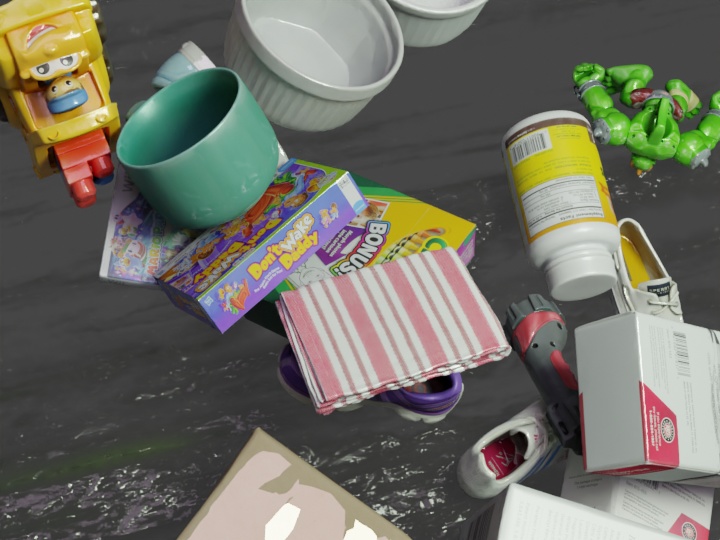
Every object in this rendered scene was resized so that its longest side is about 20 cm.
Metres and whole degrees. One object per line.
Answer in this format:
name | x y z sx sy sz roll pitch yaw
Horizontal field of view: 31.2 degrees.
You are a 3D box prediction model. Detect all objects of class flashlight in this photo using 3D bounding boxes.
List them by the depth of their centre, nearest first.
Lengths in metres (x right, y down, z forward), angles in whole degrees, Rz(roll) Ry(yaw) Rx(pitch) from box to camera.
flashlight | 0.211 0.107 1.351 0.068 0.068 0.200 30 20 -33

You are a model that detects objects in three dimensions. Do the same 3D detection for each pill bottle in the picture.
pill bottle | 0.230 -0.072 1.465 0.108 0.109 0.202 -4 67 -15

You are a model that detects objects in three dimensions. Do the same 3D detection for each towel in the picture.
towel | 0.029 0.055 1.256 0.198 0.030 0.147 -15 50 -12

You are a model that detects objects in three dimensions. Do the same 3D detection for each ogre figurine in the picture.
ogre figurine | 0.351 -0.185 1.556 0.199 0.098 0.120 28 50 -13

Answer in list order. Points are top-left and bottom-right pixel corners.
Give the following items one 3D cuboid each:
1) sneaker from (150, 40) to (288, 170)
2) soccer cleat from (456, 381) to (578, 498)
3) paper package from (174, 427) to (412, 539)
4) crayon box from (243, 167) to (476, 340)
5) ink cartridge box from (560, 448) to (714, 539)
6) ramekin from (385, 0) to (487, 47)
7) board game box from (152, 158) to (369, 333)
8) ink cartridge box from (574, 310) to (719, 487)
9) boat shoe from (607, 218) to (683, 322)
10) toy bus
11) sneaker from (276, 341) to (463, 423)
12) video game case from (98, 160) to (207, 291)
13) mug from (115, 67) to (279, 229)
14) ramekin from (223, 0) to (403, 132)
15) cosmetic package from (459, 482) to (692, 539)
sneaker | -0.157 -0.158 1.441 0.082 0.074 0.200 -40 79 -4
soccer cleat | 0.189 0.175 1.354 0.199 0.086 0.070 -31 76 -24
paper package | -0.078 0.287 1.228 0.199 0.104 0.191 35 63 5
crayon box | 0.000 0.000 1.355 0.172 0.059 0.200 23 55 23
ink cartridge box | 0.296 0.197 1.347 0.144 0.084 0.201 31 59 -27
ramekin | 0.071 -0.370 1.570 0.199 0.098 0.202 5 65 -12
board game box | -0.103 -0.030 1.318 0.200 0.134 0.045 -42 116 -16
ink cartridge box | 0.310 0.132 1.267 0.199 0.083 0.147 13 67 -37
boat shoe | 0.329 0.033 1.463 0.070 0.070 0.201 -10 68 -18
toy bus | -0.308 -0.170 1.332 0.135 0.200 0.193 -20 78 -15
sneaker | 0.013 0.102 1.347 0.198 0.084 0.081 8 64 -9
video game case | -0.174 -0.040 1.402 0.198 0.018 0.144 9 65 -9
mug | -0.163 -0.126 1.347 0.151 0.115 0.186 -27 36 9
ramekin | -0.060 -0.251 1.458 0.199 0.105 0.201 15 52 -20
cosmetic package | 0.196 0.328 1.242 0.198 0.165 0.166 18 63 -4
